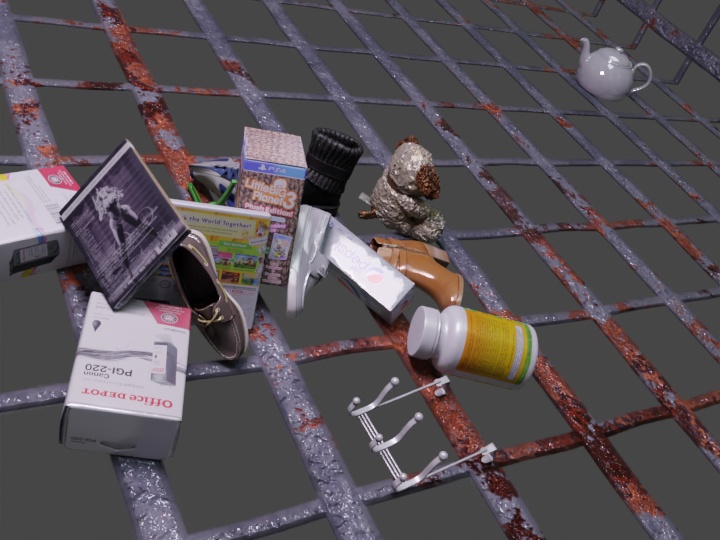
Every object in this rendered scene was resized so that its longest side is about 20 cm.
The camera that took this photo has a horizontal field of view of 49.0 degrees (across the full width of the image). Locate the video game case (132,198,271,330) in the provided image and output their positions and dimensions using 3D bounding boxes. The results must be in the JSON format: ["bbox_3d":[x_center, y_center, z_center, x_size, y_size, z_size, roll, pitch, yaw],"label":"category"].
[{"bbox_3d":[-0.242,-0.008,1.168,0.196,0.186,0.023,6,16,-22],"label":"video game case"}]

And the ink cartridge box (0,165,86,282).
[{"bbox_3d":[-0.504,-0.069,1.168,0.198,0.087,0.148,-18,54,-40],"label":"ink cartridge box"}]

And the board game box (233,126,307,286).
[{"bbox_3d":[-0.153,-0.104,1.269,0.095,0.204,0.160,7,25,-12],"label":"board game box"}]

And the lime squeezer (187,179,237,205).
[{"bbox_3d":[-0.256,-0.116,1.357,0.037,0.072,0.199,22,-9,-32],"label":"lime squeezer"}]

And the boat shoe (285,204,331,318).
[{"bbox_3d":[-0.084,-0.014,1.309,0.067,0.072,0.203,9,57,-4],"label":"boat shoe"}]

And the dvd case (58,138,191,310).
[{"bbox_3d":[-0.329,-0.067,1.090,0.201,0.149,0.016,50,9,29],"label":"dvd case"}]

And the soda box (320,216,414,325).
[{"bbox_3d":[0.000,0.000,1.366,0.199,0.064,0.068,39,72,18],"label":"soda box"}]

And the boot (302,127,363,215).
[{"bbox_3d":[-0.108,-0.189,1.473,0.207,0.160,0.080,0,42,-28],"label":"boot"}]

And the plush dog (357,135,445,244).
[{"bbox_3d":[0.086,-0.170,1.546,0.157,0.174,0.202,-1,44,-29],"label":"plush dog"}]

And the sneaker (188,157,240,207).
[{"bbox_3d":[-0.229,-0.135,1.410,0.197,0.118,0.080,13,22,39],"label":"sneaker"}]

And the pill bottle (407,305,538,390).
[{"bbox_3d":[0.181,0.122,1.298,0.196,0.112,0.112,15,37,-13],"label":"pill bottle"}]

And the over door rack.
[{"bbox_3d":[0.097,0.227,1.162,0.197,0.067,0.149,-7,48,-35],"label":"over door rack"}]

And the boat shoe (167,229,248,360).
[{"bbox_3d":[-0.219,0.043,1.126,0.070,0.204,0.060,-17,15,10],"label":"boat shoe"}]

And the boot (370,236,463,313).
[{"bbox_3d":[0.096,0.011,1.422,0.152,0.075,0.201,12,26,-18],"label":"boot"}]

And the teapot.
[{"bbox_3d":[0.810,-0.650,2.555,0.197,0.148,0.198,-7,47,-36],"label":"teapot"}]

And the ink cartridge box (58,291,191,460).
[{"bbox_3d":[-0.303,0.135,1.036,0.143,0.086,0.202,11,41,-17],"label":"ink cartridge box"}]
